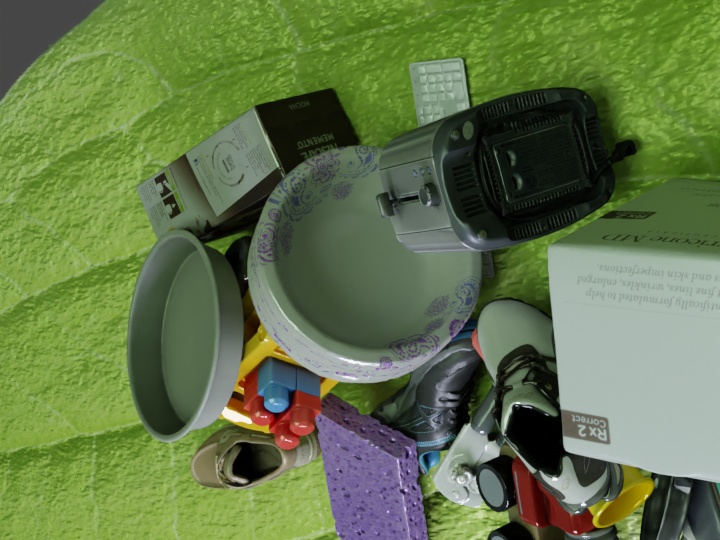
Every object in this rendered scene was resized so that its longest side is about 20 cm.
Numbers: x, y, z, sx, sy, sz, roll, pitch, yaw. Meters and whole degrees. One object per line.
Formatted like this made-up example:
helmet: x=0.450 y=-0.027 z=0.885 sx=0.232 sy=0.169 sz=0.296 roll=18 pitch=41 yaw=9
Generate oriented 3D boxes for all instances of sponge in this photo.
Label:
sponge: x=0.013 y=0.221 z=1.359 sx=0.111 sy=0.030 sz=0.201 roll=25 pitch=141 yaw=33

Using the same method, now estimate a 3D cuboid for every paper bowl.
paper bowl: x=0.000 y=0.000 z=1.203 sx=0.201 sy=0.200 sz=0.104 roll=55 pitch=158 yaw=9

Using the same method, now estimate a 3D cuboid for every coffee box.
coffee box: x=-0.109 y=-0.094 z=1.325 sx=0.200 sy=0.113 sz=0.080 roll=-27 pitch=86 yaw=44

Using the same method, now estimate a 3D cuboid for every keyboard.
keyboard: x=0.083 y=-0.090 z=1.233 sx=0.056 sy=0.011 sz=0.201 roll=2 pitch=108 yaw=40

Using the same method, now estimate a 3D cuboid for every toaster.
toaster: x=0.110 y=-0.081 z=1.110 sx=0.129 sy=0.199 sz=0.114 roll=-6 pitch=102 yaw=59

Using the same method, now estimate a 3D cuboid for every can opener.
can opener: x=0.129 y=0.134 z=1.248 sx=0.052 sy=0.066 sz=0.201 roll=30 pitch=118 yaw=5

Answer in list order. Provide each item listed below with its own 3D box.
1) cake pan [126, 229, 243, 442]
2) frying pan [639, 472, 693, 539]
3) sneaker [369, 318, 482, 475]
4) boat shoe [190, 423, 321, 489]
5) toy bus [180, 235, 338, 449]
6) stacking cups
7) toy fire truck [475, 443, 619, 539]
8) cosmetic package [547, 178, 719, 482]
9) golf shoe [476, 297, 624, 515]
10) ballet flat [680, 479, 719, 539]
cake pan: x=-0.166 y=0.062 z=1.297 sx=0.200 sy=0.037 sz=0.201 roll=-11 pitch=77 yaw=56
frying pan: x=0.257 y=0.163 z=1.111 sx=0.031 sy=0.115 sz=0.191 roll=14 pitch=132 yaw=5
sneaker: x=0.080 y=0.118 z=1.282 sx=0.082 sy=0.073 sz=0.200 roll=46 pitch=140 yaw=10
boat shoe: x=-0.130 y=0.204 z=1.491 sx=0.200 sy=0.064 sz=0.072 roll=-25 pitch=89 yaw=43
toy bus: x=-0.087 y=0.088 z=1.309 sx=0.200 sy=0.135 sz=0.193 roll=-43 pitch=38 yaw=43
stacking cups: x=0.164 y=0.115 z=1.138 sx=0.200 sy=0.060 sz=0.061 roll=57 pitch=135 yaw=31
toy fire truck: x=0.189 y=0.244 z=1.153 sx=0.200 sy=0.128 sz=0.177 roll=11 pitch=114 yaw=57
cosmetic package: x=0.261 y=0.037 z=1.000 sx=0.164 sy=0.200 sz=0.166 roll=5 pitch=110 yaw=39
golf shoe: x=0.138 y=0.092 z=1.074 sx=0.078 sy=0.094 sz=0.200 roll=-39 pitch=54 yaw=15
ballet flat: x=0.303 y=0.256 z=1.132 sx=0.073 sy=0.073 sz=0.201 roll=-25 pitch=91 yaw=43
